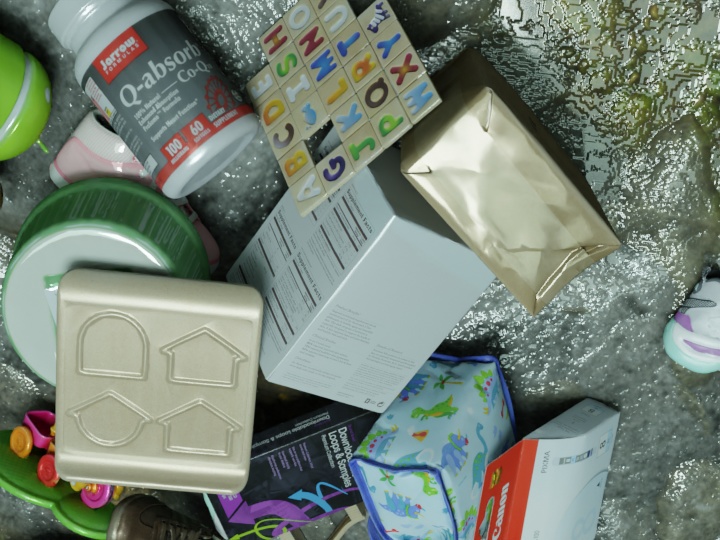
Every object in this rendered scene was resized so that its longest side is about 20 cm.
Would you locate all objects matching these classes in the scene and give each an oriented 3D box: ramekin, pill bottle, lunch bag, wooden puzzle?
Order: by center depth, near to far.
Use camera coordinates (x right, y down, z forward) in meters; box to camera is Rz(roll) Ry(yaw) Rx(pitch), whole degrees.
[{"bbox_3d":[-0.186,0.100,1.017,0.181,0.046,0.204,5,107,-5],"label":"wooden puzzle"},{"bbox_3d":[-0.196,-0.179,1.039,0.115,0.116,0.201,-39,90,19],"label":"pill bottle"},{"bbox_3d":[-0.246,0.022,1.058,0.196,0.098,0.204,-1,112,-1],"label":"ramekin"},{"bbox_3d":[0.087,0.211,1.129,0.126,0.171,0.202,2,129,34],"label":"lunch bag"}]

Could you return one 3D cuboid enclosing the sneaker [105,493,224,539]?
[{"bbox_3d":[-0.196,0.288,1.193,0.074,0.200,0.072,4,72,22],"label":"sneaker"}]

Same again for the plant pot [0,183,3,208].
[{"bbox_3d":[-0.427,-0.125,1.062,0.199,0.200,0.028,36,93,-8],"label":"plant pot"}]

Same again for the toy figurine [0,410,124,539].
[{"bbox_3d":[-0.292,0.151,1.178,0.199,0.149,0.186,34,104,33],"label":"toy figurine"}]

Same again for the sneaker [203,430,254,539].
[{"bbox_3d":[-0.167,0.207,1.239,0.117,0.073,0.203,33,141,31],"label":"sneaker"}]

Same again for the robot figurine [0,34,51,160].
[{"bbox_3d":[-0.379,-0.179,1.040,0.115,0.177,0.199,-40,136,20],"label":"robot figurine"}]

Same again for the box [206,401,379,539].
[{"bbox_3d":[-0.064,0.216,1.177,0.197,0.036,0.144,-22,134,-7],"label":"box"}]

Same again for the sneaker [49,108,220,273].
[{"bbox_3d":[-0.211,-0.084,1.111,0.199,0.076,0.105,36,117,-4],"label":"sneaker"}]

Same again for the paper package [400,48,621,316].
[{"bbox_3d":[0.130,-0.087,1.000,0.103,0.201,0.191,-41,104,15],"label":"paper package"}]

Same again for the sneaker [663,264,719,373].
[{"bbox_3d":[0.416,0.058,1.093,0.197,0.078,0.142,21,114,-3],"label":"sneaker"}]

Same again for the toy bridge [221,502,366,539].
[{"bbox_3d":[-0.079,0.312,1.281,0.197,0.027,0.068,-25,108,17],"label":"toy bridge"}]

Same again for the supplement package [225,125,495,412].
[{"bbox_3d":[0.000,0.000,1.052,0.150,0.152,0.201,20,118,-39],"label":"supplement package"}]

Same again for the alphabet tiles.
[{"bbox_3d":[-0.027,-0.175,1.013,0.166,0.202,0.008,-38,147,21],"label":"alphabet tiles"}]

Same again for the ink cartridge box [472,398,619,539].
[{"bbox_3d":[0.189,0.239,1.136,0.047,0.198,0.163,23,118,34],"label":"ink cartridge box"}]
